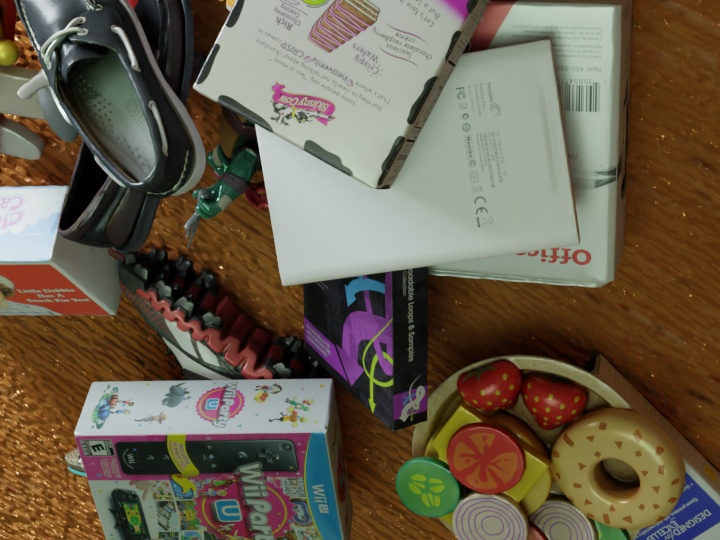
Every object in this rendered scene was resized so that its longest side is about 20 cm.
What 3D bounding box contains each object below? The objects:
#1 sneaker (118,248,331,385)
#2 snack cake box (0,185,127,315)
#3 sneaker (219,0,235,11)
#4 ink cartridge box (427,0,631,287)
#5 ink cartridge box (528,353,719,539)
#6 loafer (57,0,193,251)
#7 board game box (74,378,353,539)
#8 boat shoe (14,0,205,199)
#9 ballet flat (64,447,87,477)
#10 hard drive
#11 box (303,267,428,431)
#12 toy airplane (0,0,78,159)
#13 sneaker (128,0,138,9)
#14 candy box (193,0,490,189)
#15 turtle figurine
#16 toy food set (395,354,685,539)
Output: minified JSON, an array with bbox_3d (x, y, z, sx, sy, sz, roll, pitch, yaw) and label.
[{"bbox_3d":[-0.125,0.066,1.125,0.200,0.071,0.098,37,119,-4],"label":"sneaker"},{"bbox_3d":[-0.303,-0.014,1.113,0.199,0.067,0.115,0,155,18],"label":"snack cake box"},{"bbox_3d":[-0.074,-0.221,0.909,0.199,0.078,0.077,23,129,-15],"label":"sneaker"},{"bbox_3d":[0.112,-0.100,0.958,0.146,0.083,0.201,5,117,16],"label":"ink cartridge box"},{"bbox_3d":[0.187,0.194,1.108,0.200,0.047,0.198,44,119,-9],"label":"ink cartridge box"},{"bbox_3d":[-0.170,-0.106,0.984,0.072,0.063,0.201,38,120,47],"label":"loafer"},{"bbox_3d":[-0.113,0.163,1.103,0.199,0.064,0.148,-3,126,7],"label":"board game box"},{"bbox_3d":[-0.178,-0.137,0.927,0.076,0.060,0.200,-43,79,18],"label":"boat shoe"},{"bbox_3d":[-0.154,0.164,1.198,0.199,0.068,0.076,17,98,2],"label":"ballet flat"},{"bbox_3d":[0.036,-0.069,0.901,0.199,0.025,0.133,-8,96,13],"label":"hard drive"},{"bbox_3d":[0.000,0.000,1.024,0.143,0.036,0.201,37,134,52],"label":"box"},{"bbox_3d":[-0.300,-0.148,1.031,0.200,0.141,0.199,-29,111,23],"label":"toy airplane"},{"bbox_3d":[-0.204,-0.247,0.985,0.077,0.085,0.201,-11,111,24],"label":"sneaker"},{"bbox_3d":[0.003,-0.169,0.854,0.136,0.061,0.201,30,98,8],"label":"candy box"},{"bbox_3d":[-0.094,-0.120,1.010,0.150,0.100,0.200,60,141,32],"label":"turtle figurine"},{"bbox_3d":[0.133,0.158,1.055,0.200,0.049,0.198,33,120,0],"label":"toy food set"}]
